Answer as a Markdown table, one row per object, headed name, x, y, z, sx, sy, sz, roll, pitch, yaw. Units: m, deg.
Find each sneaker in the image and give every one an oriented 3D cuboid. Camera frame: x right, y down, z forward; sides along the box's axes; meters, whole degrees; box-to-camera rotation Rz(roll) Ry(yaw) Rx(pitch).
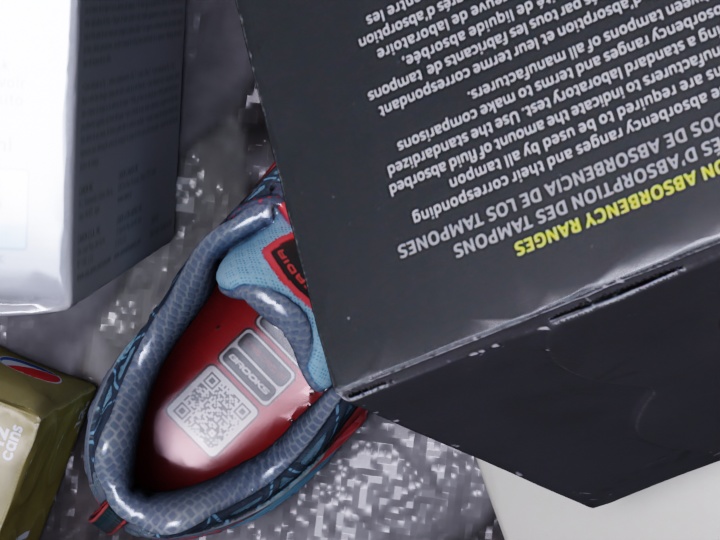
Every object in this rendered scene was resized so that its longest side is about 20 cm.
| name | x | y | z | sx | sy | sz | roll | pitch | yaw |
| --- | --- | --- | --- | --- | --- | --- | --- | --- | --- |
| sneaker | 0.000 | 0.000 | 0.789 | 0.079 | 0.096 | 0.200 | 38 | 99 | 2 |

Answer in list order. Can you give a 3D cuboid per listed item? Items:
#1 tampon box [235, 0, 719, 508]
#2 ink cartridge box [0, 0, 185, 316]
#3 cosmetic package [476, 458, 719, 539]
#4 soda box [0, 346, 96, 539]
| name | x | y | z | sx | sy | sz | roll | pitch | yaw |
| --- | --- | --- | --- | --- | --- | --- | --- | --- | --- |
| tampon box | 0.056 | -0.069 | 0.655 | 0.126 | 0.150 | 0.200 | -22 | 69 | 20 |
| ink cartridge box | -0.077 | -0.097 | 0.756 | 0.047 | 0.160 | 0.200 | 2 | 96 | 6 |
| cosmetic package | 0.098 | 0.093 | 0.778 | 0.071 | 0.105 | 0.200 | -18 | 92 | 25 |
| soda box | -0.143 | 0.116 | 0.833 | 0.064 | 0.068 | 0.200 | 21 | 98 | 5 |
